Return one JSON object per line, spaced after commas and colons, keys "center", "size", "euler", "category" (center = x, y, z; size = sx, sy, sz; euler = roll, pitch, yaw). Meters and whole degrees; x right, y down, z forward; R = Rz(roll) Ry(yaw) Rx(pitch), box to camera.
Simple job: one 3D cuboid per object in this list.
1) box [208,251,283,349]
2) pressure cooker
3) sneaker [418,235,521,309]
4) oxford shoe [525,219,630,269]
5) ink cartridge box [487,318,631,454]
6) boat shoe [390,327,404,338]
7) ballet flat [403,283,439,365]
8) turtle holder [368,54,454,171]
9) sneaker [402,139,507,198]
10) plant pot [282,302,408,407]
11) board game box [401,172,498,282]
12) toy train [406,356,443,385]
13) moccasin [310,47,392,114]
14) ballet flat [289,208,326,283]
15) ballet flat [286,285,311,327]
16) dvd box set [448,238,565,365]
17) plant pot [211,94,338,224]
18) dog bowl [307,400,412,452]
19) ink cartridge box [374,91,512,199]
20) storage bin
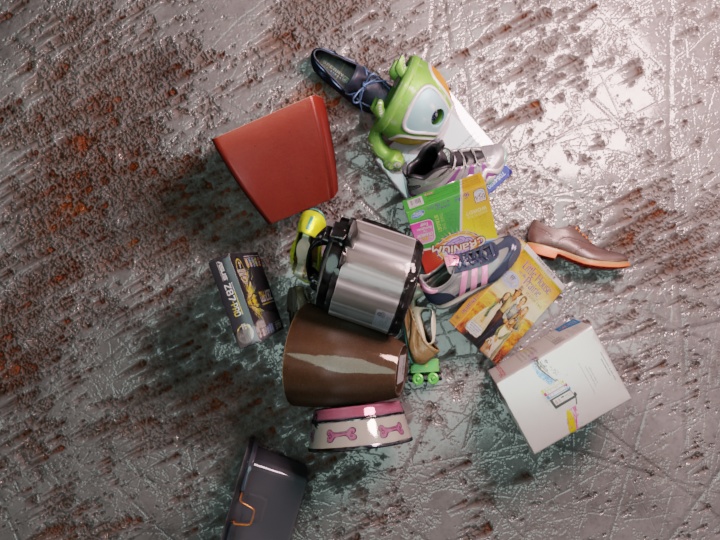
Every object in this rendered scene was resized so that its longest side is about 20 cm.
{"center": [-0.208, 0.050, 1.283], "size": [0.048, 0.200, 0.165], "euler": [-18, 89, 6], "category": "box"}
{"center": [-0.001, 0.002, 1.206], "size": [0.195, 0.179, 0.180], "euler": [17, 99, 1], "category": "pressure cooker"}
{"center": [0.194, -0.007, 1.241], "size": [0.198, 0.071, 0.082], "euler": [-37, 128, 17], "category": "sneaker"}
{"center": [0.407, -0.047, 1.289], "size": [0.194, 0.071, 0.075], "euler": [13, 88, 5], "category": "oxford shoe"}
{"center": [0.354, 0.206, 1.260], "size": [0.197, 0.147, 0.147], "euler": [-31, 89, 6], "category": "ink cartridge box"}
{"center": [0.010, 0.055, 1.329], "size": [0.073, 0.068, 0.201], "euler": [-36, 88, 5], "category": "boat shoe"}
{"center": [0.103, 0.075, 1.310], "size": [0.071, 0.067, 0.205], "euler": [-21, 78, 23], "category": "ballet flat"}
{"center": [0.088, -0.282, 1.242], "size": [0.130, 0.141, 0.189], "euler": [27, 79, -10], "category": "turtle holder"}
{"center": [0.166, -0.194, 1.226], "size": [0.197, 0.140, 0.079], "euler": [-28, 59, 3], "category": "sneaker"}
{"center": [-0.017, 0.166, 1.257], "size": [0.194, 0.186, 0.193], "euler": [6, 92, 17], "category": "plant pot"}
{"center": [0.174, -0.063, 1.268], "size": [0.149, 0.041, 0.203], "euler": [-19, 127, 5], "category": "board game box"}
{"center": [0.062, 0.197, 1.343], "size": [0.194, 0.042, 0.058], "euler": [-3, 81, 6], "category": "toy train"}
{"center": [-0.015, -0.356, 1.320], "size": [0.196, 0.068, 0.082], "euler": [26, 93, 2], "category": "moccasin"}
{"center": [-0.103, -0.027, 1.279], "size": [0.065, 0.202, 0.068], "euler": [16, 50, 2], "category": "ballet flat"}
{"center": [-0.119, 0.133, 1.353], "size": [0.045, 0.067, 0.206], "euler": [1, 88, -25], "category": "ballet flat"}
{"center": [0.275, 0.062, 1.287], "size": [0.201, 0.029, 0.146], "euler": [-48, 122, 4], "category": "dvd box set"}
{"center": [-0.135, -0.200, 1.285], "size": [0.195, 0.200, 0.180], "euler": [-21, 101, 6], "category": "plant pot"}
{"center": [-0.003, 0.286, 1.277], "size": [0.194, 0.200, 0.076], "euler": [-7, 81, 5], "category": "dog bowl"}
{"center": [0.160, -0.200, 1.322], "size": [0.199, 0.041, 0.201], "euler": [-42, 88, 5], "category": "ink cartridge box"}
{"center": [-0.183, 0.448, 1.330], "size": [0.131, 0.146, 0.205], "euler": [16, 93, -5], "category": "storage bin"}
